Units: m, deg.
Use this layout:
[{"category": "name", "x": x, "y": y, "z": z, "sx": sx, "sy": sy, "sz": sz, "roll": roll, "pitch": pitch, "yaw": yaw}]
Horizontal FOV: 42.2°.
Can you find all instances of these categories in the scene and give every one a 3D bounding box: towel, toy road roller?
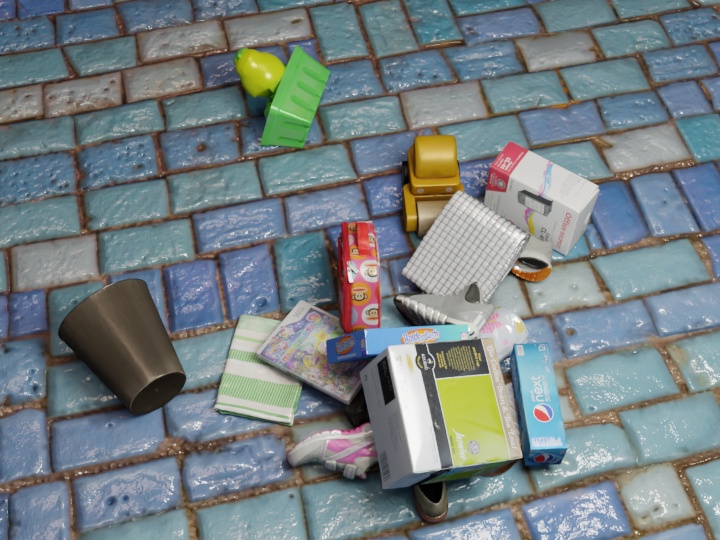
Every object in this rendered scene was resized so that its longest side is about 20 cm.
[{"category": "towel", "x": -0.170, "y": 0.176, "z": 1.686, "sx": 0.151, "sy": 0.023, "sz": 0.201, "roll": 9, "pitch": 56, "yaw": 6}, {"category": "towel", "x": 0.199, "y": -0.026, "z": 1.744, "sx": 0.165, "sy": 0.086, "sz": 0.201, "roll": 35, "pitch": 103, "yaw": 14}, {"category": "toy road roller", "x": 0.145, "y": -0.179, "z": 1.854, "sx": 0.122, "sy": 0.146, "sz": 0.201, "roll": -3, "pitch": 56, "yaw": -2}]

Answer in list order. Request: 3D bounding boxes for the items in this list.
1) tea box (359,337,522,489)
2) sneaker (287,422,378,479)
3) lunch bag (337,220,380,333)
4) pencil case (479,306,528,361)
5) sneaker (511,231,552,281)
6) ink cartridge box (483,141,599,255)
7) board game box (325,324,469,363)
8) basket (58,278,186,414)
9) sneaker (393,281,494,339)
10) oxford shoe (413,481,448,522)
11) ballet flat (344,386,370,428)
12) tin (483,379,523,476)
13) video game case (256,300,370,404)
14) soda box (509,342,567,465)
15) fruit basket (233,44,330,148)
[{"category": "tea box", "x": 0.125, "y": 0.226, "z": 1.487, "sx": 0.195, "sy": 0.134, "sz": 0.201, "roll": -2, "pitch": 68, "yaw": -22}, {"category": "sneaker", "x": -0.024, "y": 0.309, "z": 1.562, "sx": 0.199, "sy": 0.081, "sz": 0.089, "roll": -12, "pitch": 77, "yaw": 7}, {"category": "lunch bag", "x": 0.000, "y": 0.000, "z": 1.687, "sx": 0.081, "sy": 0.177, "sz": 0.200, "roll": -1, "pitch": 30, "yaw": -2}, {"category": "pencil case", "x": 0.210, "y": 0.150, "z": 1.670, "sx": 0.200, "sy": 0.083, "sz": 0.091, "roll": -39, "pitch": 47, "yaw": -25}, {"category": "sneaker", "x": 0.281, "y": -0.047, "z": 1.822, "sx": 0.199, "sy": 0.076, "sz": 0.092, "roll": 20, "pitch": 45, "yaw": 9}, {"category": "ink cartridge box", "x": 0.349, "y": -0.141, "z": 1.831, "sx": 0.199, "sy": 0.148, "sz": 0.086, "roll": 32, "pitch": 61, "yaw": 20}, {"category": "board game box", "x": 0.062, "y": 0.125, "z": 1.579, "sx": 0.199, "sy": 0.152, "sz": 0.045, "roll": 0, "pitch": 79, "yaw": -28}, {"category": "basket", "x": -0.404, "y": 0.141, "z": 1.645, "sx": 0.180, "sy": 0.136, "sz": 0.200, "roll": -34, "pitch": 66, "yaw": -17}, {"category": "sneaker", "x": 0.160, "y": 0.061, "z": 1.688, "sx": 0.199, "sy": 0.075, "sz": 0.116, "roll": 23, "pitch": 60, "yaw": 42}, {"category": "oxford shoe", "x": 0.107, "y": 0.314, "z": 1.564, "sx": 0.070, "sy": 0.075, "sz": 0.201, "roll": -14, "pitch": 57, "yaw": -10}, {"category": "ballet flat", "x": 0.030, "y": 0.198, "z": 1.667, "sx": 0.066, "sy": 0.057, "sz": 0.200, "roll": 7, "pitch": 46, "yaw": 35}, {"category": "tin", "x": 0.250, "y": 0.269, "z": 1.621, "sx": 0.200, "sy": 0.042, "sz": 0.112, "roll": -39, "pitch": 60, "yaw": -23}, {"category": "video game case", "x": -0.066, "y": 0.143, "z": 1.673, "sx": 0.199, "sy": 0.018, "sz": 0.143, "roll": 24, "pitch": 55, "yaw": 23}, {"category": "soda box", "x": 0.300, "y": 0.225, "z": 1.588, "sx": 0.064, "sy": 0.068, "sz": 0.201, "roll": -1, "pitch": 55, "yaw": -1}, {"category": "fruit basket", "x": -0.183, "y": -0.383, "z": 1.980, "sx": 0.214, "sy": 0.156, "sz": 0.217, "roll": 8, "pitch": 59, "yaw": -13}]
